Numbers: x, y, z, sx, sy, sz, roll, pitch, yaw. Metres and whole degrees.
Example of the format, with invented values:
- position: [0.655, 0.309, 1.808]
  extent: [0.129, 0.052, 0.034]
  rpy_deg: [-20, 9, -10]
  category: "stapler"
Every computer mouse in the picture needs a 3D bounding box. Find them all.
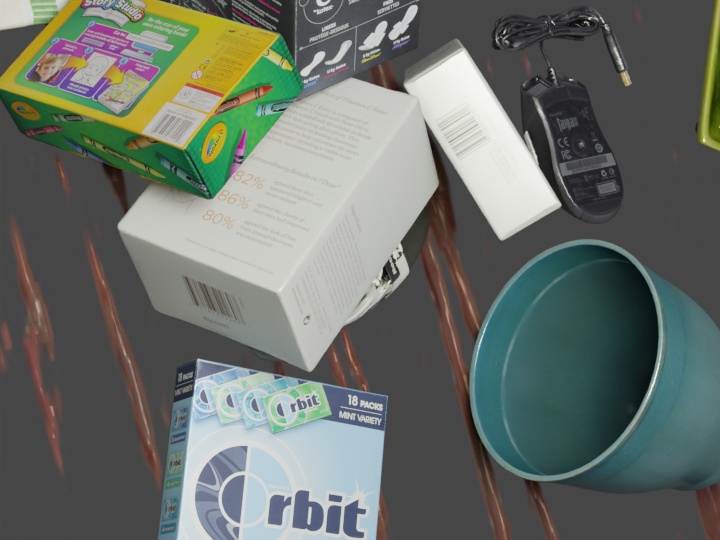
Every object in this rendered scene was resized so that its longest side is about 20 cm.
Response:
- position: [0.193, -0.139, 1.644]
  extent: [0.140, 0.046, 0.200]
  rpy_deg: [-20, 84, -35]
  category: "computer mouse"

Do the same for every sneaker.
- position: [0.000, 0.000, 1.478]
  extent: [0.200, 0.088, 0.074]
  rpy_deg: [-44, 100, -30]
  category: "sneaker"

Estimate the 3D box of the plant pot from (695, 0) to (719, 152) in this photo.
- position: [0.426, -0.182, 1.700]
  extent: [0.200, 0.181, 0.199]
  rpy_deg: [18, 72, -25]
  category: "plant pot"

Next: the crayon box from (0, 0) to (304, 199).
- position: [-0.157, -0.136, 1.355]
  extent: [0.119, 0.200, 0.058]
  rpy_deg: [-53, 142, -24]
  category: "crayon box"

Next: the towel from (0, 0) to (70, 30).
- position: [-0.278, -0.257, 1.415]
  extent: [0.200, 0.023, 0.153]
  rpy_deg: [-15, 88, -32]
  category: "towel"

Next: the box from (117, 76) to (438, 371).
- position: [-0.058, -0.050, 1.402]
  extent: [0.200, 0.152, 0.106]
  rpy_deg: [-54, 150, -26]
  category: "box"

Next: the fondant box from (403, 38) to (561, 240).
- position: [0.095, -0.110, 1.493]
  extent: [0.058, 0.200, 0.144]
  rpy_deg: [-31, 97, 7]
  category: "fondant box"

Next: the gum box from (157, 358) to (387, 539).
- position: [-0.068, 0.182, 1.424]
  extent: [0.170, 0.045, 0.200]
  rpy_deg: [13, 72, -26]
  category: "gum box"

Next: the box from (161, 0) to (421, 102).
- position: [-0.062, -0.240, 1.417]
  extent: [0.132, 0.115, 0.200]
  rpy_deg: [-27, 49, -30]
  category: "box"

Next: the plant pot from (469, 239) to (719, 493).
- position: [0.226, 0.097, 1.533]
  extent: [0.188, 0.200, 0.200]
  rpy_deg: [22, 69, -40]
  category: "plant pot"
